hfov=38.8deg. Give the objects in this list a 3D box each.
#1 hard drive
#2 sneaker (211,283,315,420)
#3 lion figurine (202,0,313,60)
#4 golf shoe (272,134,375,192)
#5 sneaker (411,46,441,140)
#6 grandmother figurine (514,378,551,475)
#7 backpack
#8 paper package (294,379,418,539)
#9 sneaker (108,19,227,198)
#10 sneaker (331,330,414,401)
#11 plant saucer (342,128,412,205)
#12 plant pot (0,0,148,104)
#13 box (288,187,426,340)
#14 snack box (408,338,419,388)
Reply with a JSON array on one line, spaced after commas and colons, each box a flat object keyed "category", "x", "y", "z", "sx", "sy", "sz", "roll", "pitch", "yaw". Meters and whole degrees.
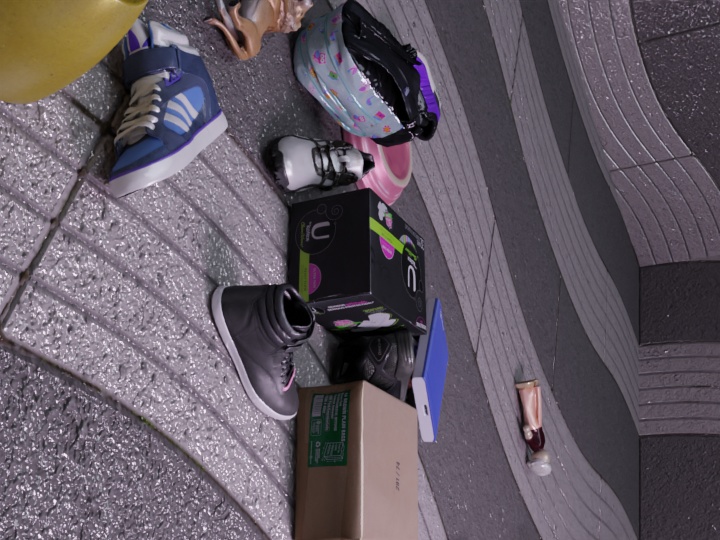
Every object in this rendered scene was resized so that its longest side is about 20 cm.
[{"category": "hard drive", "x": 0.116, "y": 0.159, "z": 1.671, "sx": 0.201, "sy": 0.025, "sz": 0.134, "roll": -74, "pitch": 157, "yaw": -53}, {"category": "sneaker", "x": -0.090, "y": 0.096, "z": 1.185, "sx": 0.071, "sy": 0.097, "sz": 0.202, "roll": -71, "pitch": 146, "yaw": -49}, {"category": "lion figurine", "x": -0.134, "y": -0.319, "z": 1.287, "sx": 0.201, "sy": 0.071, "sz": 0.124, "roll": -58, "pitch": 148, "yaw": -37}, {"category": "golf shoe", "x": -0.048, "y": -0.149, "z": 1.374, "sx": 0.199, "sy": 0.093, "sz": 0.080, "roll": -15, "pitch": 96, "yaw": -65}, {"category": "sneaker", "x": 0.091, "y": -0.299, "z": 1.772, "sx": 0.200, "sy": 0.068, "sz": 0.101, "roll": 49, "pitch": 42, "yaw": -50}, {"category": "grandmother figurine", "x": 0.376, "y": 0.342, "z": 2.209, "sx": 0.120, "sy": 0.060, "sz": 0.205, "roll": -4, "pitch": 83, "yaw": -58}, {"category": "backpack", "x": -0.001, "y": -0.284, "z": 1.468, "sx": 0.199, "sy": 0.125, "sz": 0.169, "roll": 39, "pitch": 36, "yaw": -42}, {"category": "paper package", "x": -0.002, "y": 0.263, "z": 1.323, "sx": 0.190, "sy": 0.101, "sz": 0.204, "roll": 38, "pitch": 49, "yaw": -58}, {"category": "sneaker", "x": -0.218, "y": -0.174, "z": 1.028, "sx": 0.148, "sy": 0.079, "sz": 0.200, "roll": 63, "pitch": 32, "yaw": -18}, {"category": "sneaker", "x": 0.014, "y": 0.146, "z": 1.450, "sx": 0.200, "sy": 0.112, "sz": 0.078, "roll": 95, "pitch": -7, "yaw": -64}, {"category": "plant saucer", "x": 0.033, "y": -0.204, "z": 1.631, "sx": 0.200, "sy": 0.050, "sz": 0.205, "roll": -9, "pitch": 90, "yaw": -67}, {"category": "plant pot", "x": -0.260, "y": -0.257, "z": 0.871, "sx": 0.199, "sy": 0.139, "sz": 0.205, "roll": -9, "pitch": 90, "yaw": -66}, {"category": "box", "x": 0.000, "y": 0.000, "z": 1.393, "sx": 0.200, "sy": 0.122, "sz": 0.152, "roll": 37, "pitch": 48, "yaw": -59}, {"category": "snack box", "x": 0.047, "y": 0.114, "z": 1.578, "sx": 0.200, "sy": 0.024, "sz": 0.073, "roll": 46, "pitch": 42, "yaw": -54}]
